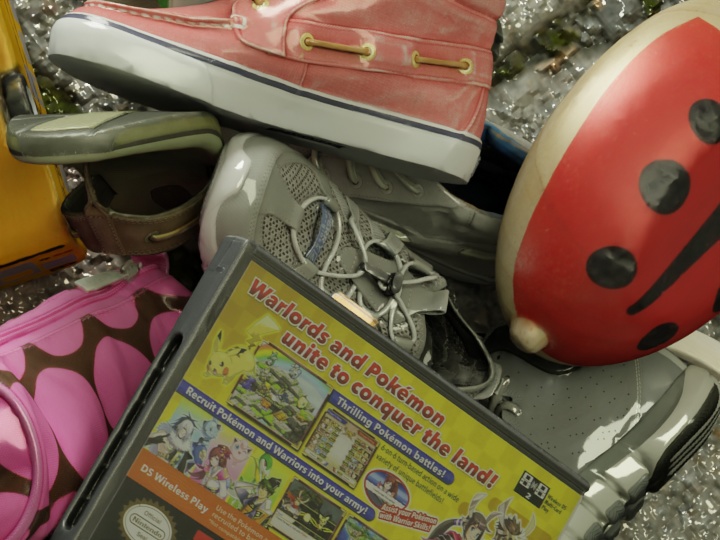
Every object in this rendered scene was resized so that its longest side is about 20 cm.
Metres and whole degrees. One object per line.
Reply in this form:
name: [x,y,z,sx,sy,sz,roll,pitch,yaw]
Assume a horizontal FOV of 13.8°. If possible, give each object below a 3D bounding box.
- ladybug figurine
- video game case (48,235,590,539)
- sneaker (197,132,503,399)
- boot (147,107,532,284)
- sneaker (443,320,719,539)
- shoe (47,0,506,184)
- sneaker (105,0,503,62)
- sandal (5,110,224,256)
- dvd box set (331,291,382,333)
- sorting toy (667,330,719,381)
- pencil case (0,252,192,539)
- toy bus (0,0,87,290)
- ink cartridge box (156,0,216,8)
ladybug figurine: [0.141,-0.034,1.326,0.200,0.072,0.136,-49,127,-13]
video game case: [-0.022,0.115,1.210,0.200,0.025,0.181,36,78,-27]
sneaker: [0.000,0.000,1.296,0.200,0.082,0.075,42,61,-52]
boot: [0.006,-0.057,1.361,0.199,0.096,0.074,20,70,-15]
sneaker: [0.064,0.093,1.368,0.115,0.075,0.200,42,71,15]
shoe: [-0.032,-0.104,1.265,0.199,0.071,0.092,15,85,-22]
sneaker: [-0.029,-0.137,1.376,0.199,0.072,0.073,13,35,-9]
sandal: [-0.091,-0.031,1.269,0.079,0.201,0.058,-2,80,13]
dvd box set: [-0.058,0.120,1.261,0.200,0.147,0.029,-41,56,-20]
sorting toy: [0.203,-0.024,1.433,0.199,0.107,0.181,31,74,-11]
pencil case: [-0.128,0.055,1.234,0.090,0.200,0.094,14,107,16]
toy bus: [-0.180,-0.095,1.304,0.065,0.078,0.201,-18,82,1]
ink cartridge box: [-0.065,-0.218,1.334,0.146,0.083,0.200,-19,50,-24]
